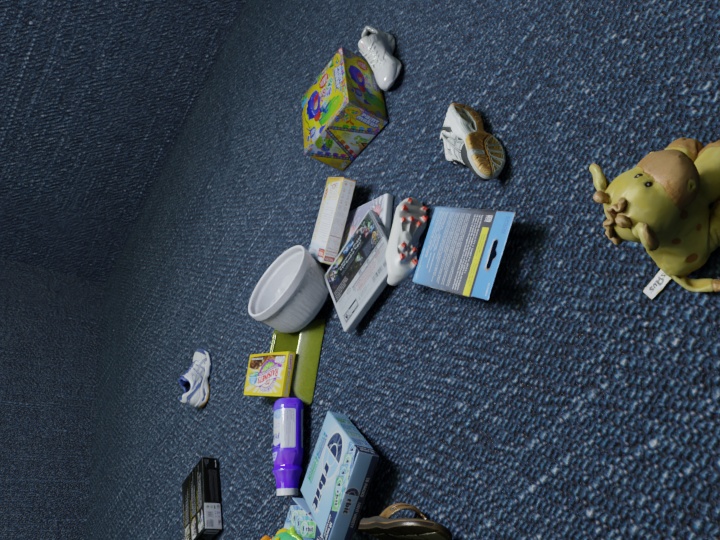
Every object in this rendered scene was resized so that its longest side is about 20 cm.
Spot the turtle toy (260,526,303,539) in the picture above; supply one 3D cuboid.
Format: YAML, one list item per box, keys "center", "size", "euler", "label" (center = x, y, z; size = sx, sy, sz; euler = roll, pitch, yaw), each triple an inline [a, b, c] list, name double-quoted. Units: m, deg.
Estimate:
- center: [-0.151, 0.571, 1.078]
  size: [0.145, 0.100, 0.202]
  euler: [-4, 71, 54]
  label: "turtle toy"

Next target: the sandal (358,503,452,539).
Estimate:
- center: [0.070, 0.408, 0.958]
  size: [0.200, 0.081, 0.055]
  euler: [-33, 26, 53]
  label: "sandal"

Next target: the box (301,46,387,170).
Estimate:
- center: [-0.045, -0.398, 1.474]
  size: [0.192, 0.121, 0.202]
  euler: [-40, 44, 39]
  label: "box"

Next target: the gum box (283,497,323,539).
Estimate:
- center: [-0.109, 0.576, 1.148]
  size: [0.169, 0.044, 0.202]
  euler: [14, 86, 57]
  label: "gum box"

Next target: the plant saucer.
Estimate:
- center: [-0.170, 0.214, 1.420]
  size: [0.199, 0.048, 0.203]
  euler: [-12, 65, 54]
  label: "plant saucer"

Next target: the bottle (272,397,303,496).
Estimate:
- center: [-0.158, 0.384, 1.293]
  size: [0.084, 0.064, 0.202]
  euler: [130, 142, -62]
  label: "bottle"

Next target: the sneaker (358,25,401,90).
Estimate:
- center: [0.036, -0.515, 1.433]
  size: [0.078, 0.099, 0.202]
  euler: [-44, 41, 36]
  label: "sneaker"

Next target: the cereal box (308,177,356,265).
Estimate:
- center: [-0.070, -0.120, 1.410]
  size: [0.144, 0.039, 0.202]
  euler: [-153, 77, -70]
  label: "cereal box"

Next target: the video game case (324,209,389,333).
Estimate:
- center: [0.000, 0.000, 1.260]
  size: [0.201, 0.023, 0.183]
  euler: [-55, 37, 26]
  label: "video game case"

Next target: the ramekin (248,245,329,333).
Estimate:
- center: [-0.162, 0.052, 1.395]
  size: [0.200, 0.105, 0.201]
  euler: [-39, 27, 24]
  label: "ramekin"

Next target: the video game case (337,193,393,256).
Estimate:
- center: [0.002, -0.053, 1.322]
  size: [0.181, 0.023, 0.202]
  euler: [-19, 58, 51]
  label: "video game case"

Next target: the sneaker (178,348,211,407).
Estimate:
- center: [-0.519, 0.326, 1.849]
  size: [0.075, 0.087, 0.201]
  euler: [-48, 38, 34]
  label: "sneaker"

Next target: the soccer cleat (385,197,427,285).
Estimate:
- center: [0.082, -0.060, 1.136]
  size: [0.078, 0.069, 0.201]
  euler: [-50, 19, 46]
  label: "soccer cleat"

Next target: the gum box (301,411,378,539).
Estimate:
- center: [-0.044, 0.380, 1.101]
  size: [0.172, 0.044, 0.200]
  euler: [-71, 21, 1]
  label: "gum box"

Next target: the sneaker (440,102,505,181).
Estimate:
- center: [0.200, -0.217, 1.082]
  size: [0.201, 0.075, 0.088]
  euler: [-102, 28, -42]
  label: "sneaker"

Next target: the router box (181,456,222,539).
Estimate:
- center: [-0.428, 0.630, 1.590]
  size: [0.150, 0.051, 0.201]
  euler: [-52, 37, 31]
  label: "router box"

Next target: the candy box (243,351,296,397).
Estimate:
- center: [-0.218, 0.248, 1.406]
  size: [0.199, 0.026, 0.104]
  euler: [-15, 65, 53]
  label: "candy box"

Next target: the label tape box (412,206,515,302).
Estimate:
- center: [0.187, -0.026, 0.994]
  size: [0.199, 0.063, 0.146]
  euler: [15, 87, 58]
  label: "label tape box"

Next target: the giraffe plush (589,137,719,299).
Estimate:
- center: [0.348, -0.076, 0.686]
  size: [0.172, 0.161, 0.202]
  euler: [33, 101, 56]
  label: "giraffe plush"
